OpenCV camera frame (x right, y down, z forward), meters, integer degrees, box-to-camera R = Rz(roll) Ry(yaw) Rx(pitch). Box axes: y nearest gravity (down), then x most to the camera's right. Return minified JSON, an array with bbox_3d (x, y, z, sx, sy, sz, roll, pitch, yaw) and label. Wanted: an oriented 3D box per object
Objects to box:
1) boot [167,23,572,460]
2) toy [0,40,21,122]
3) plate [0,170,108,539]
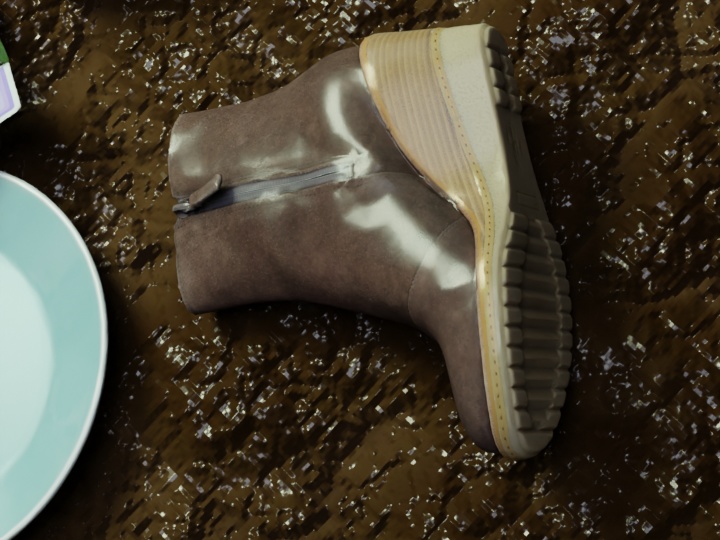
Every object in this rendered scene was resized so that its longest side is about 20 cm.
[{"bbox_3d":[0.000,0.000,0.993,0.166,0.072,0.201,-17,68,26],"label":"boot"},{"bbox_3d":[-0.261,-0.069,1.088,0.199,0.047,0.115,-29,44,5],"label":"toy"},{"bbox_3d":[-0.203,0.047,1.057,0.199,0.026,0.201,-6,71,17],"label":"plate"}]
